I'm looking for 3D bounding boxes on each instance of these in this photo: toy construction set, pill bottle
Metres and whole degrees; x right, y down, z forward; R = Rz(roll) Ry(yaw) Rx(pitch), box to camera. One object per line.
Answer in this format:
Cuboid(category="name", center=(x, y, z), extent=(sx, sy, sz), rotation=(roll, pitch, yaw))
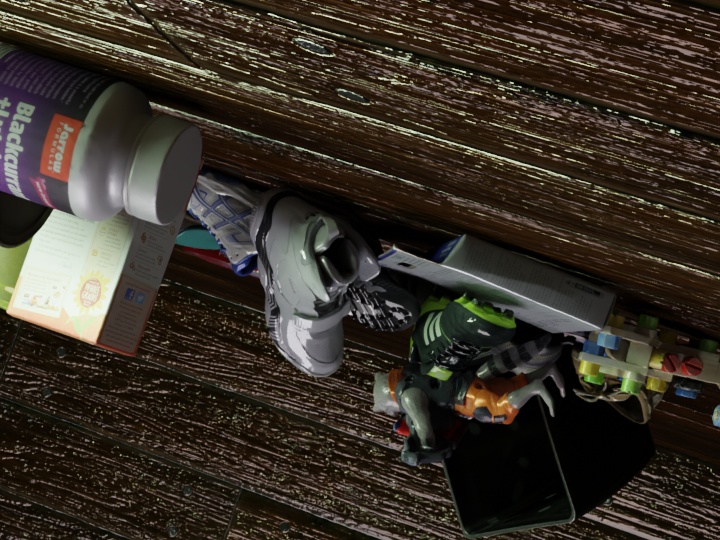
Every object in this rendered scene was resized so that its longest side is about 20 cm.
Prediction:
Cuboid(category="toy construction set", center=(0.290, 0.092, 1.503), extent=(0.200, 0.092, 0.131), rotation=(28, 176, -8))
Cuboid(category="pill bottle", center=(-0.230, -0.103, 1.262), extent=(0.200, 0.111, 0.111), rotation=(18, 174, 12))

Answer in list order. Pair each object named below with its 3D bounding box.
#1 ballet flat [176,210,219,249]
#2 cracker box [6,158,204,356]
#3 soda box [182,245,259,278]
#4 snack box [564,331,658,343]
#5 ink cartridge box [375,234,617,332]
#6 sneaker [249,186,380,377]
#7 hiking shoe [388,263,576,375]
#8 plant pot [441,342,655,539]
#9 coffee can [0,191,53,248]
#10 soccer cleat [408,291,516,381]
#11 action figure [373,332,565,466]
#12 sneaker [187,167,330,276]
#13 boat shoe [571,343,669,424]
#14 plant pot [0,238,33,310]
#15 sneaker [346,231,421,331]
Cuboid(category="ballet flat", center=(-0.205, -0.061, 1.703), extent=(0.070, 0.065, 0.200), rotation=(-32, 159, 28))
Cuboid(category="cracker box", center=(-0.241, -0.032, 1.531), extent=(0.134, 0.200, 0.058), rotation=(15, 174, 39))
Cuboid(category="soda box", center=(-0.091, -0.022, 1.789), extent=(0.200, 0.070, 0.063), rotation=(17, 175, 25))
Cuboid(category="snack box", center=(0.238, 0.063, 1.714), extent=(0.200, 0.024, 0.072), rotation=(14, 174, 40))
Cuboid(category="ink cartridge box", center=(0.115, 0.005, 1.484), extent=(0.200, 0.041, 0.200), rotation=(20, 175, -6))
Cuboid(category="sneaker", center=(-0.037, 0.023, 1.520), extent=(0.075, 0.200, 0.115), rotation=(-28, -151, -28))
Cuboid(category="hiking shoe", center=(0.126, 0.034, 1.671), extent=(0.200, 0.076, 0.101), rotation=(26, 151, -4))
Cuboid(category="plant pot", center=(0.213, 0.175, 1.845), extent=(0.177, 0.200, 0.199), rotation=(-14, 174, -36))
Cuboid(category="coffee can", center=(-0.377, -0.118, 1.442), extent=(0.200, 0.146, 0.146), rotation=(18, 174, 14))
Cuboid(category="soccer cleat", center=(0.093, 0.065, 1.514), extent=(0.067, 0.081, 0.200), rotation=(21, 175, -12))
Cuboid(category="action figure", center=(0.106, 0.113, 1.636), extent=(0.193, 0.105, 0.200), rotation=(-6, -162, 13))
Cuboid(category="sneaker", center=(-0.126, -0.044, 1.612), extent=(0.200, 0.088, 0.075), rotation=(19, 176, 22))
Cuboid(category="boat shoe", center=(0.274, 0.121, 1.703), extent=(0.073, 0.063, 0.200), rotation=(16, 176, 34))
Cuboid(category="plant pot", center=(-0.332, -0.070, 1.688), extent=(0.200, 0.200, 0.184), rotation=(20, 163, -3))
Cuboid(category="sneaker", center=(0.000, 0.000, 1.624), extent=(0.200, 0.091, 0.066), rotation=(18, 147, 48))
